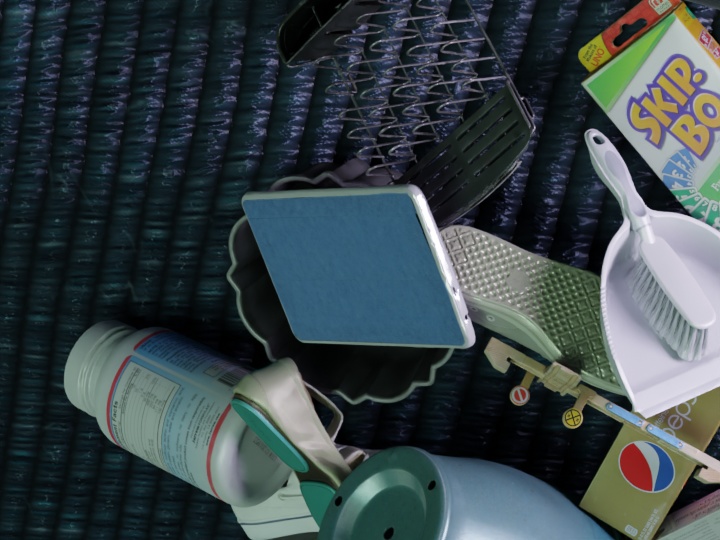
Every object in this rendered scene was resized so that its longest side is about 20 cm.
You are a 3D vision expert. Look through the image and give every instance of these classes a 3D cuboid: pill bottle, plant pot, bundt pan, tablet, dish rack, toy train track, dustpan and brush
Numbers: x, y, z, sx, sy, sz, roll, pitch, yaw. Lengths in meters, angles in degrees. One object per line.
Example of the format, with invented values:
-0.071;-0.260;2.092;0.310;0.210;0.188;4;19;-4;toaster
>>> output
-0.150;0.112;1.816;0.199;0.109;0.109;23;127;34;pill bottle
0.072;0.231;1.676;0.199;0.201;0.188;-25;138;36;plant pot
0.000;0.000;1.706;0.201;0.076;0.203;14;122;22;bundt pan
-0.004;-0.002;1.616;0.199;0.014;0.131;0;117;49;tablet
0.036;-0.135;1.583;0.153;0.054;0.201;-41;68;38;dish rack
0.175;0.111;1.587;0.199;0.115;0.033;28;83;3;toy train track
0.209;-0.011;1.557;0.201;0.139;0.057;59;157;24;dustpan and brush

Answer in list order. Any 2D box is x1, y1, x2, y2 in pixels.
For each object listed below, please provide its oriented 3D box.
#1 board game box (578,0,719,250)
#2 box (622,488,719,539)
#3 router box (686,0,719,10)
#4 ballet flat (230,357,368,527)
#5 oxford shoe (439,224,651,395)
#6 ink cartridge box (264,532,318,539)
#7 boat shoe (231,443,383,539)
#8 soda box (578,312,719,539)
0.245;-0.100;1.551;0.200;0.030;0.095;51;128;-3;board game box
0.253;0.209;1.688;0.041;0.039;0.200;46;141;-4;box
0.308;-0.230;1.424;0.199;0.051;0.150;18;125;18;router box
-0.027;0.149;1.735;0.069;0.070;0.201;-13;124;33;ballet flat
0.135;0.030;1.592;0.199;0.076;0.058;27;161;5;oxford shoe
-0.034;0.285;1.808;0.147;0.200;0.076;-4;115;29;ink cartridge box
-0.037;0.177;1.829;0.199;0.074;0.066;-20;111;34;boat shoe
0.239;0.110;1.646;0.064;0.068;0.201;30;127;11;soda box
